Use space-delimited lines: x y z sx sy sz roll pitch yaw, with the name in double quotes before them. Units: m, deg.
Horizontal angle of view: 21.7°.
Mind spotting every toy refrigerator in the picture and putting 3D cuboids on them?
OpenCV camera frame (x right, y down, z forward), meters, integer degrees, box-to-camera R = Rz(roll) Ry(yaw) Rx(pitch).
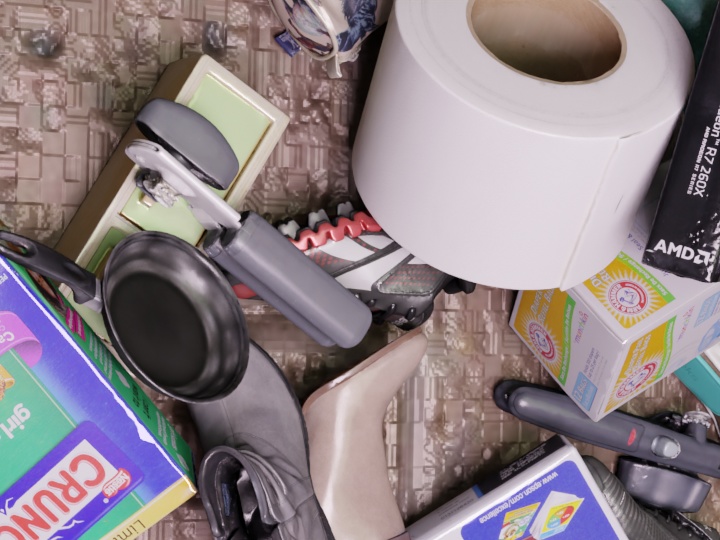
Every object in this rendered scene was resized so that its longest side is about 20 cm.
"toy refrigerator" -0.132 -0.036 1.212 0.076 0.070 0.201 36 75 -22

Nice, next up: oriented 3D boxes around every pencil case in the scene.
"pencil case" 0.027 -0.218 1.289 0.200 0.078 0.090 -37 113 -22

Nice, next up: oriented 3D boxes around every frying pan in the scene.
"frying pan" -0.139 0.032 1.118 0.190 0.031 0.115 -3 67 -50

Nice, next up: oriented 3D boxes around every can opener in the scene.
"can opener" 0.189 0.121 1.375 0.199 0.063 0.079 23 80 -25
"can opener" -0.067 -0.027 1.180 0.200 0.053 0.067 45 71 -22

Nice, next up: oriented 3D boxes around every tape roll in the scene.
"tape roll" 0.105 -0.106 1.239 0.202 0.140 0.203 8 44 -8

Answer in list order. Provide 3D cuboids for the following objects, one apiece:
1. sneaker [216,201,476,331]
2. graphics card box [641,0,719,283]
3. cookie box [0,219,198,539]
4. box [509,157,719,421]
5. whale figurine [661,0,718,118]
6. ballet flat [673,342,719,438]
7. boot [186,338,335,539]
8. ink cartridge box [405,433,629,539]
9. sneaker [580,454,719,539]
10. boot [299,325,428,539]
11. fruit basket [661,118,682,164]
"sneaker" 0.000 0.000 1.277 0.200 0.071 0.098 -15 94 -27
"graphics card box" 0.235 -0.093 1.209 0.051 0.125 0.201 18 94 13
"cookie box" -0.223 0.097 1.128 0.171 0.075 0.200 -37 107 5
"box" 0.218 0.000 1.345 0.199 0.113 0.101 -29 63 -24
"whale figurine" 0.259 -0.147 1.309 0.158 0.104 0.201 -23 75 -3
"ballet flat" 0.298 0.102 1.433 0.069 0.069 0.200 -40 103 -21
"boot" -0.070 0.117 1.163 0.070 0.132 0.201 -29 75 6
"ink cartridge box" 0.108 0.248 1.312 0.197 0.047 0.201 -31 107 -3
"sneaker" 0.218 0.203 1.385 0.090 0.066 0.201 -38 110 -16
"boot" -0.005 0.150 1.254 0.200 0.070 0.147 -34 83 -3
"fruit basket" 0.269 -0.171 1.419 0.199 0.094 0.186 -7 92 -11
